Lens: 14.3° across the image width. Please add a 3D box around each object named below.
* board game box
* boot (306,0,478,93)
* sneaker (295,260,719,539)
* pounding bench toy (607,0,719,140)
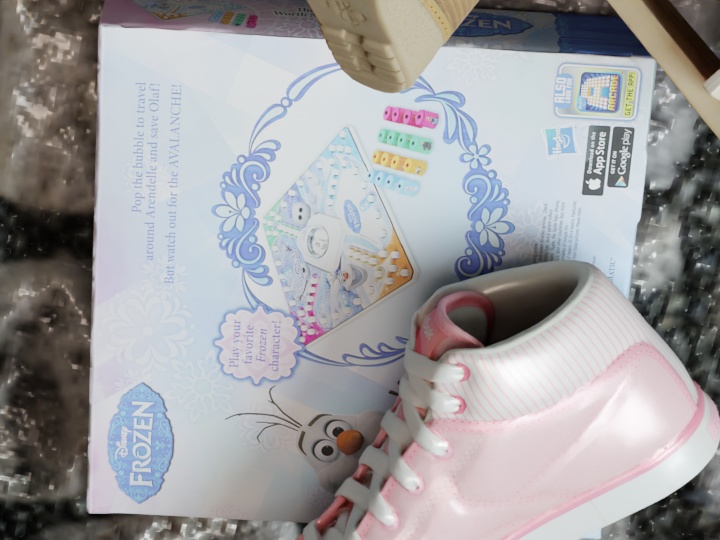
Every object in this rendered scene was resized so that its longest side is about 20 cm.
[{"bbox_3d":[0.000,0.000,1.061,0.198,0.043,0.201,3,116,-3],"label":"board game box"},{"bbox_3d":[0.024,-0.163,0.879,0.072,0.200,0.167,20,73,13],"label":"boot"},{"bbox_3d":[0.022,0.067,1.028,0.200,0.075,0.105,-31,118,6],"label":"sneaker"},{"bbox_3d":[0.164,-0.105,0.974,0.124,0.200,0.156,-42,78,16],"label":"pounding bench toy"}]
